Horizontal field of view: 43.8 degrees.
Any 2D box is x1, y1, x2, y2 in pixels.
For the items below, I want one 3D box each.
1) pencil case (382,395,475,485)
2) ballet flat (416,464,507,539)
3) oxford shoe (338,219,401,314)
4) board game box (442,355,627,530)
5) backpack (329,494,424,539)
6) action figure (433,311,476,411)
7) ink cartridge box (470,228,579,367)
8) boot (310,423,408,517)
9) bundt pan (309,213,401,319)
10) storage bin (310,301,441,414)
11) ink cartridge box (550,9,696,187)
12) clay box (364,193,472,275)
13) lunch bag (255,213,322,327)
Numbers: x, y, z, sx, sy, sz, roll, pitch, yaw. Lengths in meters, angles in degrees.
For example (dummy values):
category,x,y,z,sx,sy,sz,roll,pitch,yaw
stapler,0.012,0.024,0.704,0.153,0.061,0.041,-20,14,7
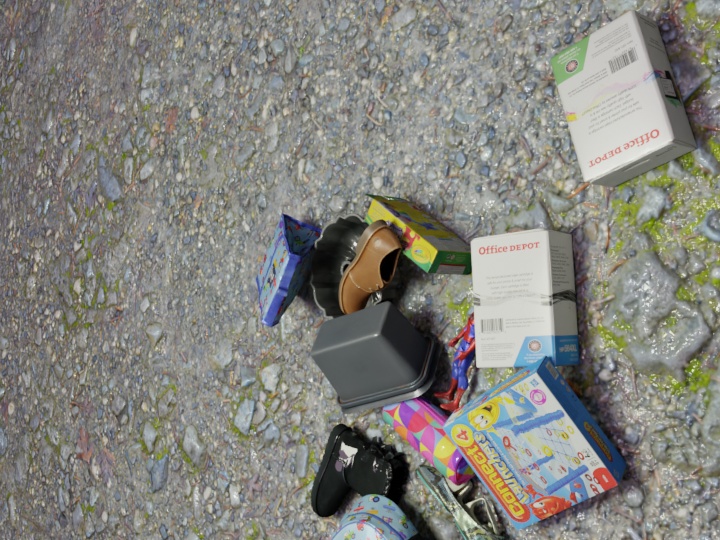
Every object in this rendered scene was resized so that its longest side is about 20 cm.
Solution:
category,x,y,z,sx,sy,sz,roll,pitch,yaw
pencil case,0.124,0.270,1.496,0.199,0.087,0.090,33,110,41
ballet flat,0.171,0.383,1.468,0.201,0.074,0.075,52,121,31
oxford shoe,0.016,0.014,1.503,0.071,0.071,0.202,47,137,26
board game box,0.255,0.260,1.332,0.195,0.056,0.201,-38,89,36
backpack,0.027,0.495,1.517,0.201,0.134,0.183,49,121,16
action figure,0.173,0.130,1.474,0.066,0.051,0.203,-111,41,-70
ink cartridge box,0.253,0.046,1.382,0.144,0.083,0.204,-6,83,43
boot,-0.001,0.391,1.626,0.161,0.073,0.202,25,107,36
bundt pan,0.000,0.000,1.637,0.200,0.075,0.206,-3,85,45
storage bin,0.020,0.135,1.536,0.198,0.135,0.147,-18,33,34
ink cartridge box,0.373,-0.240,1.281,0.144,0.083,0.204,-26,70,40
clay box,0.094,-0.064,1.523,0.200,0.114,0.048,41,115,38
lunch bag,-0.140,0.007,1.695,0.201,0.093,0.152,-93,26,-67
